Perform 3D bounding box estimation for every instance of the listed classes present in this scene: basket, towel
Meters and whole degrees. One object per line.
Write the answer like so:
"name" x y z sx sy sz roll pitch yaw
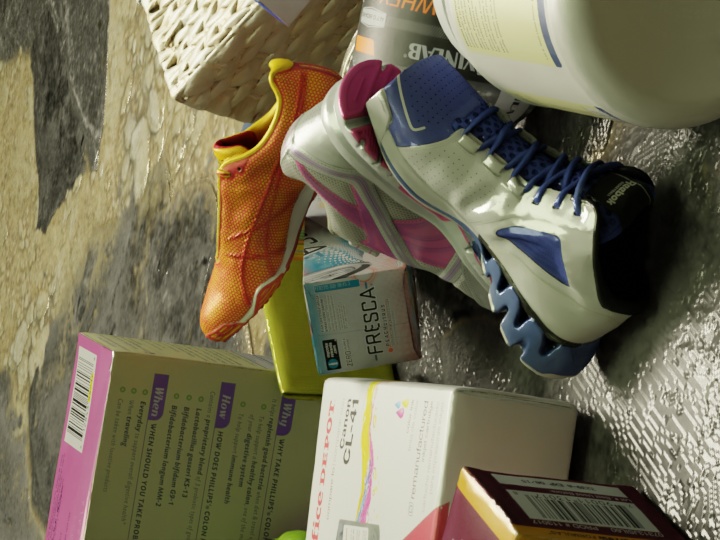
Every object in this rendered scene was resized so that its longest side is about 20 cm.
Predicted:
"basket" -0.050 -0.204 1.755 0.200 0.135 0.124 -42 48 37
"towel" -0.032 0.017 1.730 0.200 0.086 0.018 -104 24 -43

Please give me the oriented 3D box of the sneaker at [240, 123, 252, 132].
"sneaker" -0.062 -0.051 1.852 0.085 0.075 0.201 135 148 -54

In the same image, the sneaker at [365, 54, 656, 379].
"sneaker" 0.103 -0.045 1.377 0.115 0.081 0.200 -32 93 46

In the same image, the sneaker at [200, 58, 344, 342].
"sneaker" -0.068 -0.047 1.583 0.073 0.077 0.201 -94 26 -69

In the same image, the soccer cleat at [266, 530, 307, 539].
"soccer cleat" -0.030 0.265 1.664 0.068 0.081 0.201 -61 -24 -54

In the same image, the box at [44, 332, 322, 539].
"box" -0.106 0.146 1.711 0.097 0.199 0.177 -162 81 -68

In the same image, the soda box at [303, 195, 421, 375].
"soda box" 0.000 0.000 1.589 0.200 0.068 0.064 -93 -7 -72

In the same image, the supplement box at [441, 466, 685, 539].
"supplement box" 0.091 0.217 1.325 0.086 0.110 0.201 -131 53 -63

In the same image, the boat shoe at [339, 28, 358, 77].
"boat shoe" 0.038 -0.147 1.637 0.073 0.074 0.201 -123 45 -59

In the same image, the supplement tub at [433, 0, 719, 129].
"supplement tub" 0.130 -0.155 1.320 0.200 0.145 0.146 -157 77 -67

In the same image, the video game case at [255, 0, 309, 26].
"video game case" -0.058 -0.289 1.651 0.181 0.045 0.200 -49 55 3

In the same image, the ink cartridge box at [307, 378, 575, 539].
"ink cartridge box" 0.043 0.143 1.485 0.200 0.085 0.148 178 99 -66

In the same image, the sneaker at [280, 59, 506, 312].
"sneaker" 0.030 -0.044 1.466 0.088 0.200 0.082 -17 40 41

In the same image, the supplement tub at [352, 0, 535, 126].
"supplement tub" 0.064 -0.173 1.517 0.122 0.122 0.201 -153 72 -67
